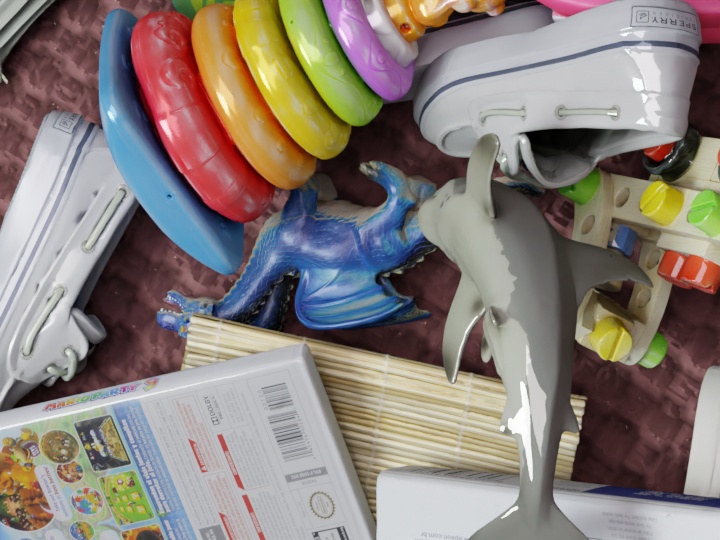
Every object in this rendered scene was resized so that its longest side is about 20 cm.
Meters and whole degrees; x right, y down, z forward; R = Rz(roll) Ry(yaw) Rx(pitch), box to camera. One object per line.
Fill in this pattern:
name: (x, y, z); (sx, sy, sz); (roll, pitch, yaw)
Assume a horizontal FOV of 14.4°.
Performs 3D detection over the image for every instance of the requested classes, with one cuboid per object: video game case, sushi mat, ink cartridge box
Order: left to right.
video game case: (-0.098, 0.118, 1.377); (0.199, 0.018, 0.144); (-13, 118, 13)
sushi mat: (0.005, 0.083, 1.368); (0.199, 0.012, 0.096); (11, 118, 10)
ink cartridge box: (0.093, 0.196, 1.293); (0.196, 0.043, 0.201); (4, 97, 39)

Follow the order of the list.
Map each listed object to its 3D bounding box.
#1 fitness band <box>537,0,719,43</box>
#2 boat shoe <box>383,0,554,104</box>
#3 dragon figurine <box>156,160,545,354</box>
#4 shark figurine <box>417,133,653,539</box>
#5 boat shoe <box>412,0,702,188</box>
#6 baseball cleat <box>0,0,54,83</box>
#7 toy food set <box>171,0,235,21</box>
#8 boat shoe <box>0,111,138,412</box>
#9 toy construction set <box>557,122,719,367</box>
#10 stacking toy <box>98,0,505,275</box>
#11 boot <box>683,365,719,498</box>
fitness band: (0.147, -0.176, 1.295); (0.199, 0.037, 0.144); (5, 74, 28)
boat shoe: (-0.001, -0.117, 1.395); (0.199, 0.072, 0.068); (-11, 81, 20)
dragon figurine: (0.000, 0.000, 1.383); (0.199, 0.059, 0.100); (-1, 85, 18)
shark figurine: (0.087, 0.027, 1.241); (0.089, 0.128, 0.215); (0, 55, -17)
boat shoe: (0.082, -0.070, 1.300); (0.073, 0.200, 0.067); (8, 76, -24)
baseball cleat: (-0.183, -0.171, 1.446); (0.200, 0.070, 0.106); (-45, 76, 6)
toy food set: (-0.064, -0.208, 1.327); (0.198, 0.049, 0.200); (42, 132, -6)
boat shoe: (-0.159, 0.024, 1.409); (0.067, 0.074, 0.201); (21, 98, -1)
toy construction set: (0.150, 0.003, 1.289); (0.200, 0.092, 0.132); (20, 83, 48)
stacking toy: (-0.016, -0.100, 1.308); (0.199, 0.110, 0.116); (-28, 119, 15)
boot: (0.213, 0.152, 1.308); (0.144, 0.072, 0.201); (10, 83, 14)
